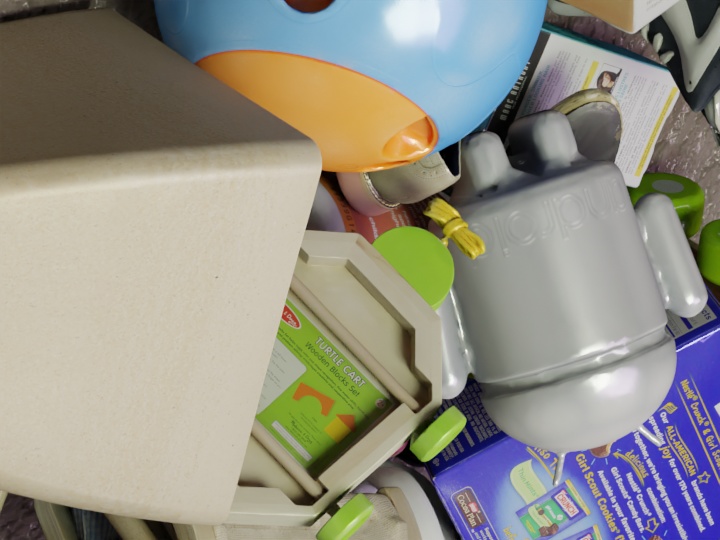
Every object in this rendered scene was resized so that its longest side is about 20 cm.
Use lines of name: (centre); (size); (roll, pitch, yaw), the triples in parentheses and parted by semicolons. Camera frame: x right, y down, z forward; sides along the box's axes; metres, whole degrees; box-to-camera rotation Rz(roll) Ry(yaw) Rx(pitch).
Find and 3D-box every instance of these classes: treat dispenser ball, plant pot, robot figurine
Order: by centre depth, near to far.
plant pot: (-0.166, -0.003, 1.262); (0.177, 0.200, 0.200); (-2, 115, -40)
treat dispenser ball: (-0.005, -0.149, 1.341); (0.201, 0.201, 0.201); (-32, 136, -36)
robot figurine: (0.107, 0.014, 1.478); (0.169, 0.113, 0.200); (-19, 93, -9)

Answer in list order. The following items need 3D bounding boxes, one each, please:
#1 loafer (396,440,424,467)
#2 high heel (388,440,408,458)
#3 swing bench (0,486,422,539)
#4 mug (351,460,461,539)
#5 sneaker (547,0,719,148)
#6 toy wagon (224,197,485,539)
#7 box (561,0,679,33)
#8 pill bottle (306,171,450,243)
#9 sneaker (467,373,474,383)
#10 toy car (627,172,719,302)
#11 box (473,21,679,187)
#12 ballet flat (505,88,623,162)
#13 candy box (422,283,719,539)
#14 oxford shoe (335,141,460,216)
loafer: (0.028, 0.082, 1.673); (0.072, 0.063, 0.200); (-56, 146, -5)
high heel: (-0.062, 0.032, 1.401); (0.067, 0.200, 0.096); (-52, 156, -45)
swing bench: (-0.085, 0.151, 1.453); (0.199, 0.200, 0.130); (7, 108, -54)
mug: (0.013, 0.206, 1.593); (0.148, 0.175, 0.200); (-4, 131, -19)
sneaker: (0.190, -0.134, 1.589); (0.079, 0.199, 0.130); (9, 81, -56)
toy wagon: (-0.017, 0.041, 1.371); (0.200, 0.155, 0.040); (-41, 171, -20)
box: (0.125, -0.260, 1.477); (0.106, 0.152, 0.200); (-36, 138, -33)
pill bottle: (0.000, 0.000, 1.534); (0.200, 0.112, 0.112); (5, 110, -53)
sneaker: (0.129, 0.094, 1.674); (0.199, 0.071, 0.083); (-7, 129, -19)
toy car: (0.161, 0.046, 1.769); (0.200, 0.158, 0.164); (-12, 119, -30)
box: (0.124, -0.109, 1.674); (0.200, 0.049, 0.082); (10, 106, -55)
ballet flat: (0.098, -0.048, 1.628); (0.066, 0.057, 0.200); (16, 138, -19)
candy box: (0.151, 0.117, 1.605); (0.200, 0.077, 0.169); (-27, 124, 0)
oxford shoe: (0.038, -0.126, 1.471); (0.071, 0.074, 0.200); (30, 58, -49)
